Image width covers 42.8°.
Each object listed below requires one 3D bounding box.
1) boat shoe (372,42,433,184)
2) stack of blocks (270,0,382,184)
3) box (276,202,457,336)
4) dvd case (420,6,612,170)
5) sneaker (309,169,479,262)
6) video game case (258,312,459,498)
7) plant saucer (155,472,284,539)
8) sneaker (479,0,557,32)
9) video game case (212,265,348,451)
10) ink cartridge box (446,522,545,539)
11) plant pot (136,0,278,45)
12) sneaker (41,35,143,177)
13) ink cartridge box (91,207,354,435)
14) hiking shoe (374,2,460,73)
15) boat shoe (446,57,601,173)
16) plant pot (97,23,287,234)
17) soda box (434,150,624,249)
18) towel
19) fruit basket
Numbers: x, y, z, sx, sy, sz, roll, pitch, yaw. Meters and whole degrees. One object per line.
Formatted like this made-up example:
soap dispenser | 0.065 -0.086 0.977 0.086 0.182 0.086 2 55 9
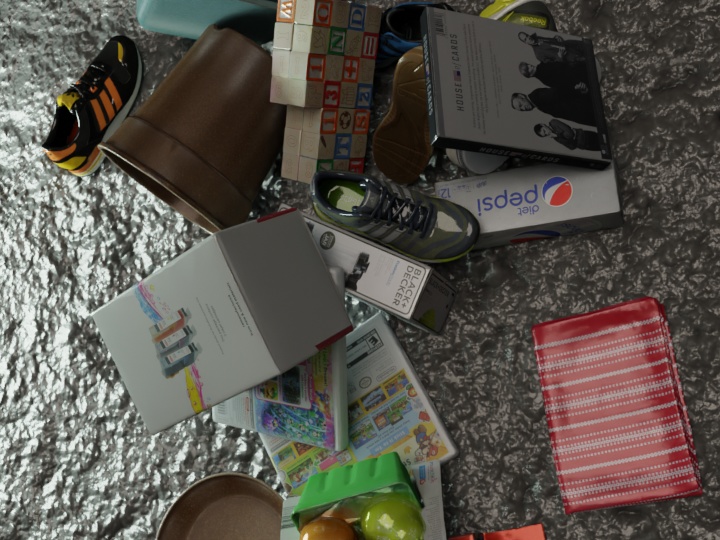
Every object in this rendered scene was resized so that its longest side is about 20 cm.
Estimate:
boat shoe | 0.065 -0.179 1.025 0.071 0.202 0.072 28 55 13
stack of blocks | -0.044 -0.203 1.050 0.058 0.114 0.204 17 108 38
box | 0.000 0.000 1.028 0.197 0.116 0.061 24 86 23
dvd case | 0.158 -0.185 0.936 0.196 0.025 0.153 5 67 -19
sneaker | 0.030 -0.060 0.977 0.196 0.081 0.075 14 87 16
video game case | -0.013 0.179 1.044 0.198 0.023 0.184 -34 68 10
plant saucer | -0.145 0.336 1.050 0.196 0.037 0.205 -5 76 19
sneaker | 0.134 -0.234 1.039 0.199 0.074 0.086 -36 61 21
video game case | -0.095 0.088 1.022 0.179 0.024 0.204 7 105 30
ink cartridge box | 0.100 0.332 0.949 0.196 0.050 0.111 -16 72 17
plant pot | -0.185 -0.381 1.132 0.199 0.192 0.201 -22 67 60
sneaker | -0.360 -0.230 1.230 0.069 0.090 0.203 20 86 23
ink cartridge box | -0.141 0.052 0.939 0.198 0.145 0.147 -26 90 33
hiking shoe | 0.032 -0.287 1.097 0.196 0.087 0.076 -5 75 19
boat shoe | 0.178 -0.179 1.026 0.199 0.071 0.070 -40 24 -9
plant pot | -0.174 -0.167 1.101 0.199 0.200 0.200 31 82 24
soda box | 0.183 -0.072 1.003 0.196 0.063 0.070 -9 75 18
towel | 0.261 0.138 0.949 0.142 0.022 0.204 -13 74 18
fruit basket | 0.003 0.288 0.915 0.182 0.095 0.202 -19 39 11
